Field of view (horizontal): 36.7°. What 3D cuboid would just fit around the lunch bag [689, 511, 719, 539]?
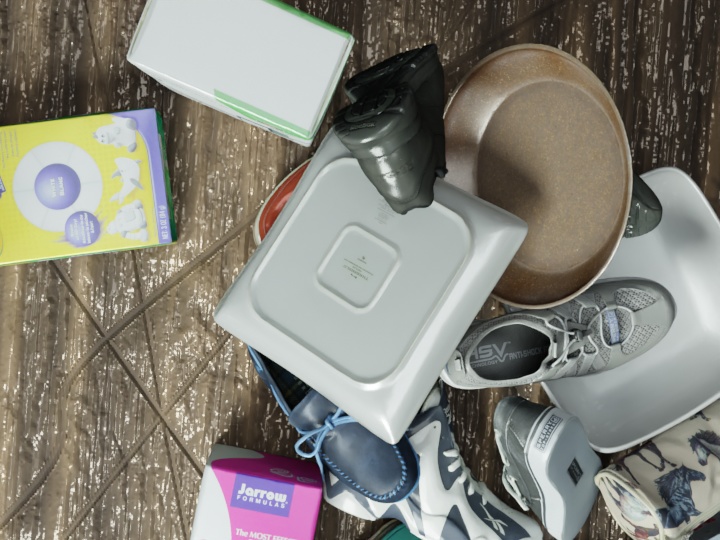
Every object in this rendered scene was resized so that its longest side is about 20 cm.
[{"bbox_3d":[0.285,0.283,0.886,0.168,0.200,0.128,-25,93,-2],"label":"lunch bag"}]

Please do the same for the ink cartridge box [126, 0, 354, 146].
[{"bbox_3d":[-0.088,-0.163,0.851,0.145,0.200,0.085,23,93,-4],"label":"ink cartridge box"}]

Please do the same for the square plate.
[{"bbox_3d":[0.000,0.000,0.857,0.199,0.028,0.199,31,86,26],"label":"square plate"}]

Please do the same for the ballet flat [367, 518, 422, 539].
[{"bbox_3d":[-0.009,0.281,0.904,0.067,0.200,0.069,-19,109,36],"label":"ballet flat"}]

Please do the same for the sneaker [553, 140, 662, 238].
[{"bbox_3d":[0.184,-0.107,0.894,0.090,0.076,0.200,-29,55,-16],"label":"sneaker"}]

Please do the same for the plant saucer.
[{"bbox_3d":[0.136,-0.073,0.843,0.036,0.199,0.203,-8,92,-40],"label":"plant saucer"}]

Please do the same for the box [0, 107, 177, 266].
[{"bbox_3d":[-0.262,-0.068,0.919,0.197,0.048,0.119,-8,92,-2],"label":"box"}]

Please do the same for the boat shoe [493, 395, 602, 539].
[{"bbox_3d":[0.151,0.165,0.904,0.068,0.200,0.074,25,74,32],"label":"boat shoe"}]

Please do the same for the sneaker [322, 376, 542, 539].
[{"bbox_3d":[0.077,0.161,0.929,0.197,0.079,0.131,19,95,3],"label":"sneaker"}]

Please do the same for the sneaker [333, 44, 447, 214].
[{"bbox_3d":[0.032,-0.108,0.828,0.075,0.201,0.091,-18,114,22],"label":"sneaker"}]

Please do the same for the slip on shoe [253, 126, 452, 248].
[{"bbox_3d":[-0.006,-0.075,0.928,0.199,0.061,0.075,-31,95,-1],"label":"slip on shoe"}]

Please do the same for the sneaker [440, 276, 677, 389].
[{"bbox_3d":[0.160,0.059,0.858,0.198,0.082,0.076,-17,93,-2],"label":"sneaker"}]

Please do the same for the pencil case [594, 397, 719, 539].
[{"bbox_3d":[0.300,0.164,0.920,0.199,0.078,0.090,-26,61,-19],"label":"pencil case"}]

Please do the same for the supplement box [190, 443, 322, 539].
[{"bbox_3d":[-0.098,0.260,0.911,0.100,0.103,0.203,11,89,-3],"label":"supplement box"}]

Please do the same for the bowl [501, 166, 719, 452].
[{"bbox_3d":[0.228,0.034,0.939,0.199,0.075,0.201,-30,93,-3],"label":"bowl"}]

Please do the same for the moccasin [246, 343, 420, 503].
[{"bbox_3d":[-0.036,0.114,0.888,0.200,0.068,0.081,40,91,27],"label":"moccasin"}]
